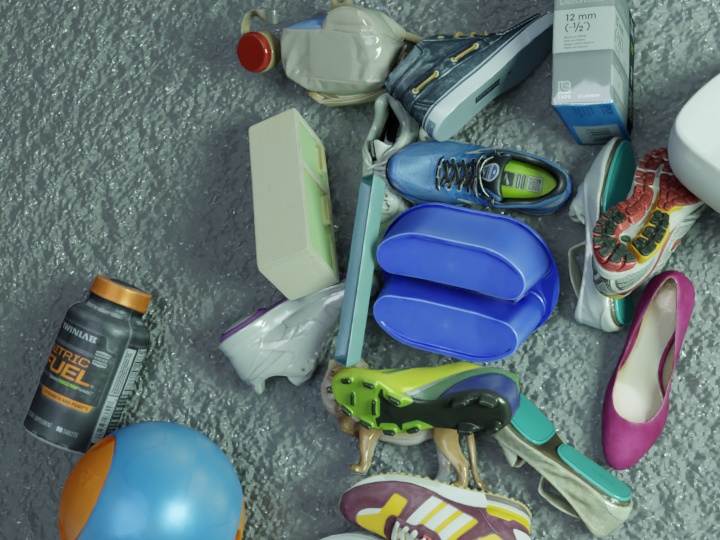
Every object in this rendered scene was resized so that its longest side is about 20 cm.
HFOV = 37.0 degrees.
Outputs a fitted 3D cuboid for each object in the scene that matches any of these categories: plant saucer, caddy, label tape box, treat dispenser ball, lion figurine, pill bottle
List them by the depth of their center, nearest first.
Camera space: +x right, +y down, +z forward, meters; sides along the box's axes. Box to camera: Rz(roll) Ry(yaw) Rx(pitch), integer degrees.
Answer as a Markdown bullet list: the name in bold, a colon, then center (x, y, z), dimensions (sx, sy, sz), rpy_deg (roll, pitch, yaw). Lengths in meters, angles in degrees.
- **label tape box**: center (0.240, -0.244, 1.095), dimensions (0.065, 0.143, 0.202), rpy_deg (2, 82, 22)
- **caddy**: center (0.105, 0.009, 1.121), dimensions (0.198, 0.105, 0.143), rpy_deg (13, 118, 19)
- **plant saucer**: center (0.000, 0.000, 1.131), dimensions (0.019, 0.070, 0.202), rpy_deg (8, 90, -12)
- **lion figurine**: center (0.050, 0.164, 1.152), dimensions (0.198, 0.073, 0.124), rpy_deg (10, 77, 9)
- **treat dispenser ball**: center (-0.224, 0.266, 1.164), dimensions (0.199, 0.201, 0.203), rpy_deg (-4, 79, 21)
- **pill bottle**: center (-0.317, 0.109, 1.281), dimensions (0.105, 0.106, 0.202), rpy_deg (20, 88, 24)

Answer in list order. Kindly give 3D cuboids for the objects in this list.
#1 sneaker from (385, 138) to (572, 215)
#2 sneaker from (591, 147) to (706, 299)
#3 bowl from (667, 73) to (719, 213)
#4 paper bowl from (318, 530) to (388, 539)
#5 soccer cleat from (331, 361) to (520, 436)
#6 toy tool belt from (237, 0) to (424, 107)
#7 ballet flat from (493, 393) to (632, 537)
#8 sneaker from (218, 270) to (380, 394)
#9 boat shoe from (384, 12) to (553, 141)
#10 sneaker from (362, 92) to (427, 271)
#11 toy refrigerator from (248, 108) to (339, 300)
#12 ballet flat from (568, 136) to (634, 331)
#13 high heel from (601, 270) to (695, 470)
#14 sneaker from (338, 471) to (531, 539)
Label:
- **sneaker**: center (0.124, -0.103, 1.123), dimensions (0.198, 0.089, 0.079), rpy_deg (5, 86, 6)
- **sneaker**: center (0.284, -0.050, 1.055), dimensions (0.078, 0.083, 0.200), rpy_deg (35, 58, 26)
- **bowl**: center (0.395, -0.099, 1.009), dimensions (0.200, 0.075, 0.199), rpy_deg (40, 53, 20)
- **paper bowl**: center (-0.008, 0.375, 1.112), dimensions (0.199, 0.104, 0.203), rpy_deg (-4, 79, 22)
- **soccer cleat**: center (0.067, 0.124, 1.092), dimensions (0.198, 0.084, 0.065), rpy_deg (2, 117, 25)
- **toy tool belt**: center (-0.029, -0.255, 1.238), dimensions (0.198, 0.123, 0.126), rpy_deg (7, 111, 31)
- **ballet flat**: center (0.183, 0.192, 1.089), dimensions (0.200, 0.067, 0.063), rpy_deg (42, 118, 24)
- **sneaker**: center (-0.057, 0.068, 1.214), dimensions (0.199, 0.075, 0.100), rpy_deg (-28, 95, 12)
- **boat shoe**: center (0.122, -0.231, 1.152), dimensions (0.200, 0.071, 0.091), rpy_deg (-39, 69, -15)
- **sneaker**: center (0.026, -0.101, 1.193), dimensions (0.074, 0.081, 0.202), rpy_deg (6, 84, 21)
- **toy refrigerator**: center (-0.073, -0.077, 1.195), dimensions (0.069, 0.076, 0.201), rpy_deg (-21, 52, 17)
- **ballet flat**: center (0.243, -0.038, 1.108), dimensions (0.069, 0.069, 0.202), rpy_deg (-1, 81, 22)
- **high heel**: center (0.278, 0.098, 1.047), dimensions (0.067, 0.096, 0.201), rpy_deg (25, 90, 23)
- **sneaker**: center (0.072, 0.265, 1.077), dimensions (0.198, 0.075, 0.091), rpy_deg (6, 46, 7)
